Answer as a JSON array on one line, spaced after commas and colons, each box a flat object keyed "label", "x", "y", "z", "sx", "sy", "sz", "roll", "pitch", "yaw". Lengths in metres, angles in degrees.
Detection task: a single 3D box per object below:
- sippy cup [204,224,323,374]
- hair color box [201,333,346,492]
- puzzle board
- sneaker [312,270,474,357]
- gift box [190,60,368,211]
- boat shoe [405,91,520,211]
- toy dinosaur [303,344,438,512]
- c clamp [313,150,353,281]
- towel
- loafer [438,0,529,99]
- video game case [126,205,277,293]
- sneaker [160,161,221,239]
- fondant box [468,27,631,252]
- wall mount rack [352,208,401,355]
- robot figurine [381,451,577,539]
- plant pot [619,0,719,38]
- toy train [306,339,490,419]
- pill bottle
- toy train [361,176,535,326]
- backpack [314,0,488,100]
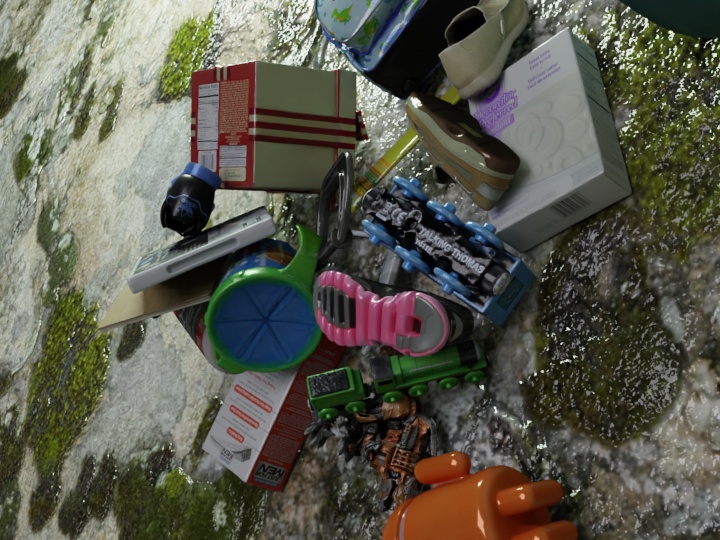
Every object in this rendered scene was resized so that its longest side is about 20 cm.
[{"label": "sippy cup", "x": -0.113, "y": 0.030, "z": 1.217, "sx": 0.177, "sy": 0.140, "sz": 0.130, "roll": -20, "pitch": 29, "yaw": 6}, {"label": "hair color box", "x": -0.108, "y": 0.159, "z": 1.277, "sx": 0.111, "sy": 0.064, "sz": 0.200, "roll": 22, "pitch": 85, "yaw": 49}, {"label": "puzzle board", "x": -0.237, "y": 0.012, "z": 1.308, "sx": 0.150, "sy": 0.017, "sz": 0.200, "roll": -17, "pitch": 22, "yaw": 12}, {"label": "sneaker", "x": 0.035, "y": 0.045, "z": 1.091, "sx": 0.200, "sy": 0.095, "sz": 0.079, "roll": 15, "pitch": 105, "yaw": 42}, {"label": "gift box", "x": -0.113, "y": -0.171, "z": 1.369, "sx": 0.184, "sy": 0.186, "sz": 0.201, "roll": 12, "pitch": 102, "yaw": 50}, {"label": "boat shoe", "x": 0.097, "y": -0.131, "z": 1.125, "sx": 0.200, "sy": 0.072, "sz": 0.076, "roll": 56, "pitch": 133, "yaw": 52}, {"label": "toy dinosaur", "x": 0.026, "y": 0.166, "z": 1.129, "sx": 0.135, "sy": 0.102, "sz": 0.200, "roll": -13, "pitch": 42, "yaw": 27}, {"label": "c clamp", "x": -0.035, "y": -0.047, "z": 1.236, "sx": 0.200, "sy": 0.027, "sz": 0.171, "roll": 127, "pitch": 149, "yaw": -67}, {"label": "towel", "x": 0.053, "y": -0.146, "z": 1.241, "sx": 0.200, "sy": 0.018, "sz": 0.086, "roll": -45, "pitch": 13, "yaw": 5}, {"label": "loafer", "x": 0.142, "y": -0.281, "z": 1.192, "sx": 0.076, "sy": 0.068, "sz": 0.200, "roll": -26, "pitch": 29, "yaw": 36}, {"label": "video game case", "x": -0.194, "y": -0.029, "z": 1.265, "sx": 0.181, "sy": 0.023, "sz": 0.200, "roll": -23, "pitch": 11, "yaw": -4}, {"label": "sneaker", "x": -0.230, "y": -0.077, "z": 1.330, "sx": 0.078, "sy": 0.070, "sz": 0.200, "roll": -64, "pitch": 6, "yaw": -17}, {"label": "fondant box", "x": 0.198, "y": -0.140, "z": 1.105, "sx": 0.144, "sy": 0.058, "sz": 0.200, "roll": -31, "pitch": 48, "yaw": 35}, {"label": "wall mount rack", "x": 0.000, "y": 0.000, "z": 1.243, "sx": 0.174, "sy": 0.074, "sz": 0.200, "roll": 140, "pitch": 148, "yaw": -76}, {"label": "robot figurine", "x": 0.101, "y": 0.252, "z": 0.959, "sx": 0.200, "sy": 0.144, "sz": 0.117, "roll": -30, "pitch": 17, "yaw": 34}, {"label": "plant pot", "x": 0.331, "y": -0.316, "z": 0.971, "sx": 0.200, "sy": 0.161, "sz": 0.201, "roll": -25, "pitch": 54, "yaw": 38}, {"label": "toy train", "x": 0.038, "y": 0.111, "z": 1.076, "sx": 0.200, "sy": 0.056, "sz": 0.042, "roll": -15, "pitch": 54, "yaw": 1}, {"label": "pill bottle", "x": -0.192, "y": 0.045, "z": 1.389, "sx": 0.116, "sy": 0.116, "sz": 0.200, "roll": -57, "pitch": 40, "yaw": 8}, {"label": "toy train", "x": 0.087, "y": -0.024, "z": 1.091, "sx": 0.200, "sy": 0.114, "sz": 0.087, "roll": 35, "pitch": 88, "yaw": 33}, {"label": "backpack", "x": 0.033, "y": -0.344, "z": 1.324, "sx": 0.183, "sy": 0.147, "sz": 0.200, "roll": -53, "pitch": 37, "yaw": 9}]
